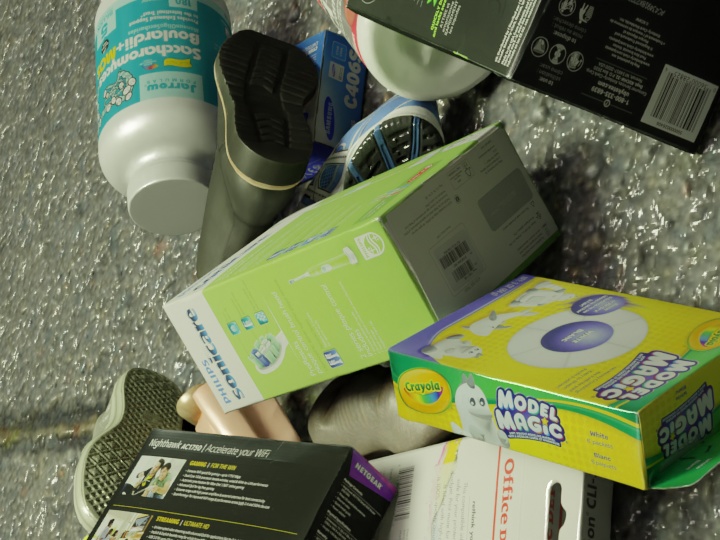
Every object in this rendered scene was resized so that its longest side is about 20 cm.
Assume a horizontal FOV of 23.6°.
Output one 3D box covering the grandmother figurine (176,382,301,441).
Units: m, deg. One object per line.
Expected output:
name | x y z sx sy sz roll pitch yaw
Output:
grandmother figurine | -0.058 0.146 1.172 0.121 0.061 0.200 -43 47 2

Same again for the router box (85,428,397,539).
router box | -0.089 0.174 1.045 0.200 0.051 0.149 0 52 48

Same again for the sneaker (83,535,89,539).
sneaker | -0.138 0.222 1.161 0.200 0.074 0.084 -4 66 53

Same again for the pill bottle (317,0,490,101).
pill bottle | 0.023 -0.208 1.203 0.111 0.111 0.200 -58 32 19

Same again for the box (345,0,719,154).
box | 0.113 -0.168 1.017 0.200 0.148 0.125 37 106 56

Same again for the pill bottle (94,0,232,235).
pill bottle | -0.149 -0.127 1.340 0.111 0.111 0.200 -42 43 37

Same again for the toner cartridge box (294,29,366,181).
toner cartridge box | -0.074 -0.111 1.362 0.200 0.043 0.095 -20 59 50

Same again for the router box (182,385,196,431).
router box | -0.125 0.211 1.265 0.157 0.052 0.200 -50 38 28

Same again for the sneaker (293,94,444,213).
sneaker | -0.001 -0.046 1.212 0.200 0.076 0.077 -47 17 33

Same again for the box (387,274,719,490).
box | 0.123 0.055 0.895 0.200 0.117 0.048 14 121 45

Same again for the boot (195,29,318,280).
boot | -0.087 -0.077 1.252 0.200 0.077 0.139 -87 16 -57

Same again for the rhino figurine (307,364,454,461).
rhino figurine | 0.036 0.078 1.068 0.200 0.060 0.088 -19 37 54

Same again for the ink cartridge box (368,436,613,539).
ink cartridge box | 0.078 0.156 0.979 0.200 0.067 0.117 -21 57 52

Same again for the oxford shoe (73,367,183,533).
oxford shoe | -0.164 0.138 1.217 0.058 0.075 0.200 -59 12 21

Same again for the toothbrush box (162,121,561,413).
toothbrush box | 0.000 0.000 1.072 0.200 0.086 0.146 -20 13 42
